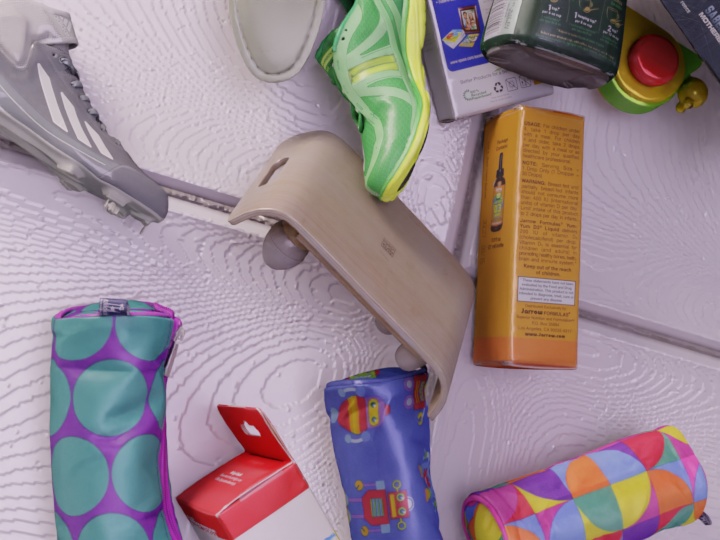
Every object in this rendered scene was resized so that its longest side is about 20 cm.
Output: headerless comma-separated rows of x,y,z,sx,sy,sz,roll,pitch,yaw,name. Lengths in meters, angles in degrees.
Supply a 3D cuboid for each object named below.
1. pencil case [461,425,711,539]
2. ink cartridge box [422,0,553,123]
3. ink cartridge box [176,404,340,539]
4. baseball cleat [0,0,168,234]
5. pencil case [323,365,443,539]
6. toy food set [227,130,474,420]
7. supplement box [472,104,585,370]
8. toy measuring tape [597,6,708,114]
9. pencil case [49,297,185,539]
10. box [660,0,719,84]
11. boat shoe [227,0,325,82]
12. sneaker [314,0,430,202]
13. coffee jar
0.177,0.186,1.049,0.199,0.088,0.089,-12,91,-22,pencil case
0.086,-0.225,1.059,0.094,0.037,0.201,-16,99,-22,ink cartridge box
-0.060,0.195,0.932,0.067,0.116,0.201,-32,97,-21,ink cartridge box
-0.201,-0.116,0.922,0.199,0.070,0.107,34,75,-17,baseball cleat
0.025,0.167,0.990,0.077,0.087,0.202,-9,89,13,pencil case
0.000,0.000,0.970,0.200,0.060,0.144,46,28,-11,toy food set
0.132,-0.024,1.054,0.068,0.066,0.202,3,85,-22,supplement box
0.195,-0.182,1.096,0.199,0.074,0.074,30,75,-8,toy measuring tape
-0.162,0.120,0.912,0.092,0.085,0.202,-3,88,4,pencil case
0.302,-0.194,1.095,0.051,0.158,0.200,-34,102,22,box
-0.064,-0.234,0.991,0.071,0.061,0.203,0,86,-10,boat shoe
0.007,-0.141,1.004,0.083,0.074,0.201,3,65,-12,sneaker
0.162,-0.248,1.029,0.104,0.085,0.201,16,83,-18,coffee jar
